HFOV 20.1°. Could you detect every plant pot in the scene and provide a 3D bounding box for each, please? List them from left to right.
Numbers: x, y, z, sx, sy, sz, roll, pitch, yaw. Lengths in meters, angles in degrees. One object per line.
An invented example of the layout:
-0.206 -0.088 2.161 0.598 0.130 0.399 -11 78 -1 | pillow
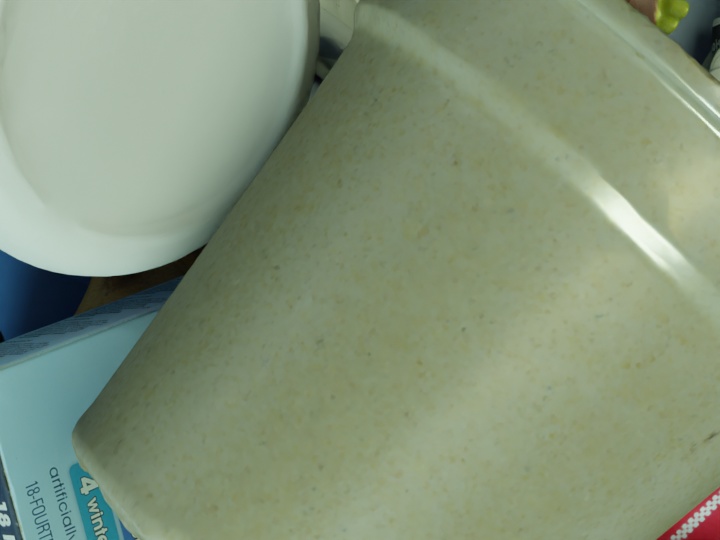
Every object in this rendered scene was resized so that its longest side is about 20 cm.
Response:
0.024 0.027 0.584 0.184 0.200 0.200 -46 110 -4 | plant pot

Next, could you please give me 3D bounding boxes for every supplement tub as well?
-0.121 -0.087 0.653 0.140 0.200 0.141 -15 114 -37 | supplement tub

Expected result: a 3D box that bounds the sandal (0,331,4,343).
-0.136 0.123 0.738 0.048 0.075 0.201 -6 94 -1 | sandal

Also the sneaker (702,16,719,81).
0.185 -0.060 0.910 0.080 0.076 0.201 9 85 -10 | sneaker

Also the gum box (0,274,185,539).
-0.039 0.085 0.688 0.200 0.044 0.171 -22 103 -42 | gum box

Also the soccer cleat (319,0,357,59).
-0.071 -0.155 0.755 0.200 0.069 0.078 36 77 -9 | soccer cleat

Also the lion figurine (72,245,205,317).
-0.086 0.031 0.723 0.200 0.072 0.123 -78 151 -49 | lion figurine

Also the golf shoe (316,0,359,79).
0.042 -0.084 0.816 0.200 0.091 0.075 41 74 -20 | golf shoe

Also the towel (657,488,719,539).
0.141 0.155 0.752 0.200 0.145 0.022 41 34 2 | towel

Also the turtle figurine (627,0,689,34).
0.066 -0.153 0.835 0.161 0.064 0.201 25 46 -31 | turtle figurine
